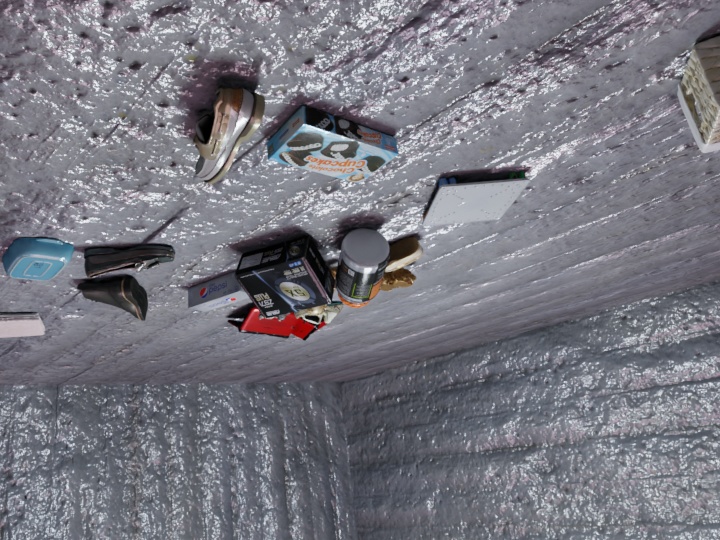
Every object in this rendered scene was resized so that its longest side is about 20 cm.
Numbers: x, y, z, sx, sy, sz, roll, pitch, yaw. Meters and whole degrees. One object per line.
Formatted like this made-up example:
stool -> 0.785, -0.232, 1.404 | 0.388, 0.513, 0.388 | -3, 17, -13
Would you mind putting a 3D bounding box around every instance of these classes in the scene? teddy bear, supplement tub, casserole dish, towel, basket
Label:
teddy bear -> 0.075, 0.024, 1.630 | 0.144, 0.068, 0.199 | 14, 160, -28
teddy bear -> -0.108, 0.054, 1.493 | 0.066, 0.201, 0.145 | 31, 124, -5
supplement tub -> 0.000, 0.000, 1.340 | 0.121, 0.123, 0.201 | -3, 144, -14
casserole dish -> -0.722, -0.019, 1.186 | 0.120, 0.039, 0.199 | 9, 154, -43
towel -> -1.072, 0.167, 1.598 | 0.198, 0.033, 0.191 | 1, 159, -27
basket -> 0.608, -0.289, 0.797 | 0.198, 0.137, 0.123 | -16, 158, 21

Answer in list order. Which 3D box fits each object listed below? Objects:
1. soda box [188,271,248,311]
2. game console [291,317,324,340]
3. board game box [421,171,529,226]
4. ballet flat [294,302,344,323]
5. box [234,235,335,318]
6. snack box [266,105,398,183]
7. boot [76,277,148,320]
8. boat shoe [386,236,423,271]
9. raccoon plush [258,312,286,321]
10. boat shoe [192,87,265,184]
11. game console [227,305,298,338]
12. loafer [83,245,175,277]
soda box -> -0.399, 0.062, 1.518 | 0.198, 0.064, 0.068 | -18, 158, 26
game console -> -0.197, 0.187, 2.049 | 0.171, 0.119, 0.200 | 29, 152, -8
board game box -> 0.251, -0.159, 1.200 | 0.198, 0.026, 0.200 | -6, 161, -8
ballet flat -> -0.145, 0.153, 1.877 | 0.198, 0.076, 0.068 | 3, 158, -32
box -> -0.188, 0.020, 1.342 | 0.198, 0.087, 0.165 | -13, 130, 17
snack box -> -0.046, -0.209, 0.909 | 0.198, 0.038, 0.116 | 7, 157, -38
boot -> -0.672, 0.077, 1.457 | 0.137, 0.078, 0.201 | -1, 148, -7
boat shoe -> 0.080, -0.027, 1.442 | 0.198, 0.074, 0.069 | -18, 153, 25
raccoon plush -> -0.301, 0.082, 1.651 | 0.133, 0.097, 0.201 | -4, 137, 34
boat shoe -> -0.218, -0.206, 0.803 | 0.068, 0.075, 0.200 | 13, 146, -33
game console -> -0.343, 0.169, 1.890 | 0.199, 0.119, 0.173 | 13, 122, -38
loafer -> -0.533, -0.016, 1.232 | 0.198, 0.064, 0.072 | -3, 161, -14
